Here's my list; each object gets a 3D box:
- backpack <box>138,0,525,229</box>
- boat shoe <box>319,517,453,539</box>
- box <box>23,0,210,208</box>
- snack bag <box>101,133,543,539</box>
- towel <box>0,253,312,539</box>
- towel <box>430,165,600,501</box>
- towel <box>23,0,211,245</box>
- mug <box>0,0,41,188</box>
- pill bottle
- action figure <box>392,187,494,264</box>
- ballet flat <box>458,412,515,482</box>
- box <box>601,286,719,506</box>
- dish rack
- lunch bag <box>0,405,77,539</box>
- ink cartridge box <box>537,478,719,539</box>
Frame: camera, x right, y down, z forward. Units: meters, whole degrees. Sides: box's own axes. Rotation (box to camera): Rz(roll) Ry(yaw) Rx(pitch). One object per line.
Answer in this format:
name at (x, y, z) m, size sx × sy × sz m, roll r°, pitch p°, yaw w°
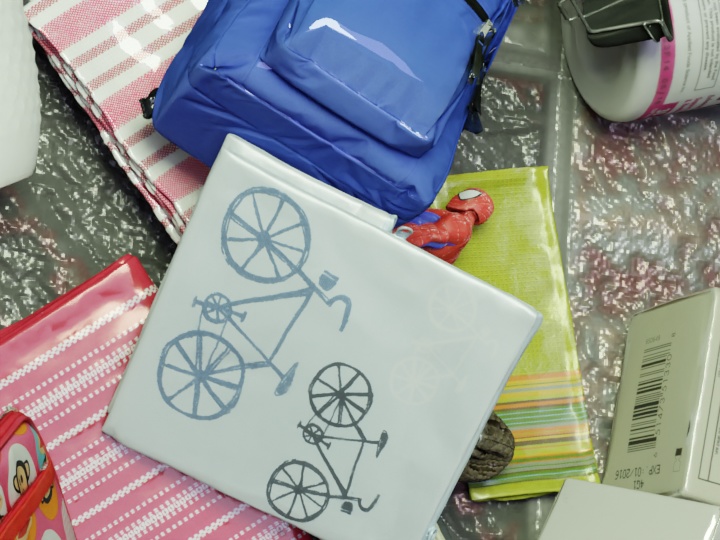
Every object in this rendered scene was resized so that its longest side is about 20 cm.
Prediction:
backpack at (0.010, -0.139, 1.178) m, size 0.162 × 0.168 × 0.201 m, roll 35°, pitch 60°, yaw -18°
boat shoe at (0.014, 0.157, 1.227) m, size 0.071 × 0.063 × 0.201 m, roll -29°, pitch 104°, yaw 14°
box at (-0.094, -0.132, 1.273) m, size 0.156 × 0.041 × 0.200 m, roll -36°, pitch 94°, yaw -21°
snack bag at (-0.020, 0.050, 1.163) m, size 0.199 × 0.021 × 0.189 m, roll 26°, pitch 111°, yaw 4°
towel at (-0.136, 0.108, 1.216) m, size 0.144 × 0.022 × 0.201 m, roll -33°, pitch 92°, yaw -9°
towel at (0.092, 0.038, 1.319) m, size 0.086 × 0.018 × 0.201 m, roll -6°, pitch 83°, yaw -20°
towel at (-0.081, -0.107, 1.236) m, size 0.146 × 0.030 × 0.200 m, roll -37°, pitch 93°, yaw -22°
mug at (-0.272, -0.109, 1.168) m, size 0.199 × 0.148 × 0.176 m, roll -20°, pitch 95°, yaw 10°
pill bottle at (0.236, -0.162, 1.349) m, size 0.199 × 0.113 × 0.114 m, roll -11°, pitch 84°, yaw -19°
action figure at (0.000, 0.000, 1.261) m, size 0.199 × 0.066 × 0.052 m, roll -26°, pitch 71°, yaw -27°
ballet flat at (-0.004, 0.086, 1.258) m, size 0.199 × 0.046 × 0.068 m, roll 14°, pitch 80°, yaw -10°
box at (0.262, 0.103, 1.310) m, size 0.199 × 0.109 × 0.129 m, roll 17°, pitch 74°, yaw -18°
dish rack at (0.113, -0.228, 1.201) m, size 0.054 × 0.200 × 0.154 m, roll -17°, pitch 55°, yaw 18°
lunch bag at (-0.204, 0.157, 1.093) m, size 0.081 × 0.200 × 0.177 m, roll -11°, pitch 104°, yaw 11°
ink cartridge box at (0.177, 0.212, 1.223) m, size 0.200 × 0.128 × 0.126 m, roll 39°, pitch 68°, yaw -34°
